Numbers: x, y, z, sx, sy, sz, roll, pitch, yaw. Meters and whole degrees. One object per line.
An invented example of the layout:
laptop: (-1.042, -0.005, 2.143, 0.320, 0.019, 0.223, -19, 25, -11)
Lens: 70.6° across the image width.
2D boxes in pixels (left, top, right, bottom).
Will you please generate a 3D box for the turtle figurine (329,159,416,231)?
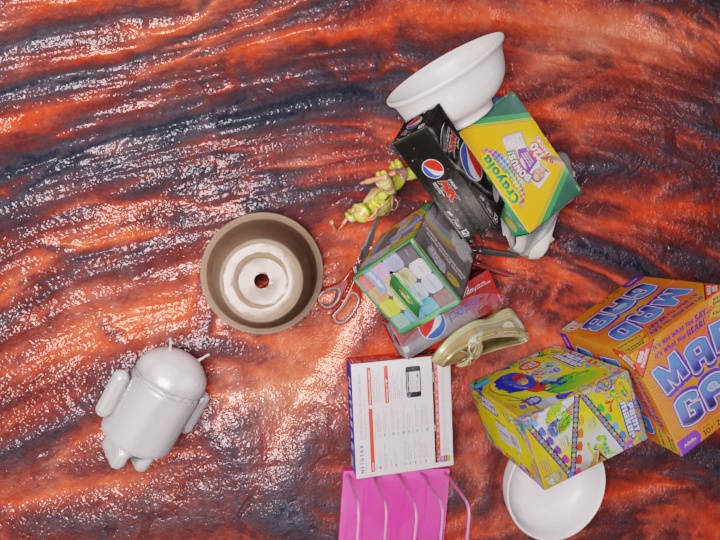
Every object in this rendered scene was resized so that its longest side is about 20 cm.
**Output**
turtle figurine: (0.040, -0.125, 0.804, 0.064, 0.200, 0.161, 44, 61, -1)

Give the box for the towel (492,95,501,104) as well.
towel: (0.201, -0.199, 0.887, 0.112, 0.049, 0.200, 43, 84, -10)

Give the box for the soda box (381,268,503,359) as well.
soda box: (0.142, 0.072, 0.884, 0.199, 0.063, 0.070, -28, 98, -11)

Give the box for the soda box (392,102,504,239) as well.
soda box: (0.138, -0.145, 0.772, 0.200, 0.070, 0.064, 48, 49, -26)

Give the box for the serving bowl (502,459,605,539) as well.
serving bowl: (0.350, 0.391, 0.951, 0.198, 0.066, 0.202, -1, 94, -12)

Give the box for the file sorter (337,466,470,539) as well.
file sorter: (0.072, 0.430, 0.866, 0.198, 0.125, 0.140, 3, 94, -12)

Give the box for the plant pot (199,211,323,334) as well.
plant pot: (-0.145, 0.009, 0.766, 0.198, 0.175, 0.202, -1, 94, -11)

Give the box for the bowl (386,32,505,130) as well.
bowl: (0.148, -0.281, 0.807, 0.200, 0.201, 0.091, -37, 115, -7)

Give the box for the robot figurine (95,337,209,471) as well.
robot figurine: (-0.312, 0.202, 0.777, 0.169, 0.113, 0.201, 34, 86, -49)

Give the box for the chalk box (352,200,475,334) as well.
chalk box: (0.082, 0.004, 0.786, 0.123, 0.200, 0.125, -33, 103, 33)

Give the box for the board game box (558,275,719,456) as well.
board game box: (0.525, 0.153, 0.901, 0.199, 0.200, 0.201, -32, 100, -7)

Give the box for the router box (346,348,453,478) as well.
router box: (0.070, 0.247, 0.892, 0.178, 0.049, 0.202, -3, 95, -11)

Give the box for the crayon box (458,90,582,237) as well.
crayon box: (0.252, -0.171, 0.835, 0.118, 0.058, 0.201, -37, 93, -7)

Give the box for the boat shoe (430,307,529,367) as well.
boat shoe: (0.208, 0.125, 0.869, 0.199, 0.073, 0.063, -16, 56, -35)

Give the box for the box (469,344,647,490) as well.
box: (0.324, 0.236, 0.866, 0.191, 0.200, 0.123, -21, 97, -10)

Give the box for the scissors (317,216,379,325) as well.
scissors: (0.000, 0.000, 0.880, 0.073, 0.014, 0.201, 36, 85, -9)

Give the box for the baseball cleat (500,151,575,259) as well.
baseball cleat: (0.309, -0.124, 0.894, 0.106, 0.070, 0.202, 17, 84, -22)

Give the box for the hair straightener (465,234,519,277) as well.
hair straightener: (0.191, -0.048, 0.906, 0.198, 0.041, 0.078, 15, 91, -8)
